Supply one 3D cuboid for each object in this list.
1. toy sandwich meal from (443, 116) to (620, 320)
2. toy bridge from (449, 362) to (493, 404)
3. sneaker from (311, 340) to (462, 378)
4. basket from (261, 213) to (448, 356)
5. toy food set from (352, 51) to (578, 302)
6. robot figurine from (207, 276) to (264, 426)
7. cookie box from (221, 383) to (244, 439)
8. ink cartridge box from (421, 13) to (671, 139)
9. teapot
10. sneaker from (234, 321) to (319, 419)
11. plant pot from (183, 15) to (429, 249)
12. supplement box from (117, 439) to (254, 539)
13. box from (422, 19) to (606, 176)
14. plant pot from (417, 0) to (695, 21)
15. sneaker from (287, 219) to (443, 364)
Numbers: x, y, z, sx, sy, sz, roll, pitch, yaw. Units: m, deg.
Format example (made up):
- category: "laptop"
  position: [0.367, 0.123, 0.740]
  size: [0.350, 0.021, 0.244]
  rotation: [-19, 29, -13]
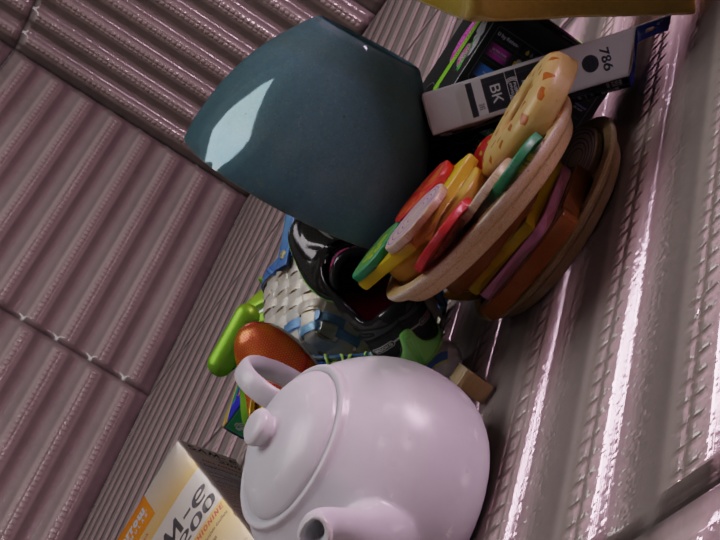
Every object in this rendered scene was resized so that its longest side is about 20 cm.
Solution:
- category: "toy sandwich meal"
  position: [0.126, -0.046, 1.029]
  size: [0.206, 0.070, 0.206]
  rotation: [-56, 11, 16]
- category: "toy bridge"
  position: [0.033, 0.161, 1.005]
  size: [0.201, 0.027, 0.067]
  rotation: [-59, 9, 2]
- category: "sneaker"
  position: [-0.007, 0.101, 1.081]
  size: [0.200, 0.104, 0.077]
  rotation: [-36, 43, 46]
- category: "basket"
  position: [-0.008, 0.014, 1.212]
  size: [0.139, 0.175, 0.202]
  rotation: [-29, 37, 48]
- category: "toy food set"
  position: [0.079, -0.057, 0.941]
  size: [0.199, 0.049, 0.200]
  rotation: [-55, 9, -35]
- category: "robot figurine"
  position: [-0.065, 0.098, 1.314]
  size: [0.115, 0.175, 0.202]
  rotation: [-35, 45, 29]
- category: "cookie box"
  position: [-0.075, 0.092, 1.580]
  size: [0.201, 0.075, 0.172]
  rotation: [-54, 12, 29]
- category: "ink cartridge box"
  position: [0.152, -0.149, 1.037]
  size: [0.198, 0.040, 0.099]
  rotation: [-17, -1, 14]
- category: "teapot"
  position: [-0.018, 0.134, 0.902]
  size: [0.199, 0.145, 0.199]
  rotation: [-31, 36, 50]
- category: "sneaker"
  position: [-0.054, 0.133, 1.032]
  size: [0.072, 0.202, 0.077]
  rotation: [-28, -12, 25]
- category: "plant pot"
  position: [-0.023, -0.121, 1.049]
  size: [0.136, 0.198, 0.200]
  rotation: [-62, 9, 12]
- category: "supplement box"
  position: [-0.118, 0.251, 1.092]
  size: [0.127, 0.073, 0.200]
  rotation: [-58, 41, 6]
- category: "box"
  position: [0.117, -0.137, 1.186]
  size: [0.201, 0.123, 0.149]
  rotation: [-57, 11, 15]
- category: "plant pot"
  position: [0.141, -0.312, 1.032]
  size: [0.194, 0.193, 0.203]
  rotation: [-133, 40, -65]
- category: "sneaker"
  position: [0.000, 0.000, 1.059]
  size: [0.076, 0.084, 0.200]
  rotation: [-35, 43, -10]
